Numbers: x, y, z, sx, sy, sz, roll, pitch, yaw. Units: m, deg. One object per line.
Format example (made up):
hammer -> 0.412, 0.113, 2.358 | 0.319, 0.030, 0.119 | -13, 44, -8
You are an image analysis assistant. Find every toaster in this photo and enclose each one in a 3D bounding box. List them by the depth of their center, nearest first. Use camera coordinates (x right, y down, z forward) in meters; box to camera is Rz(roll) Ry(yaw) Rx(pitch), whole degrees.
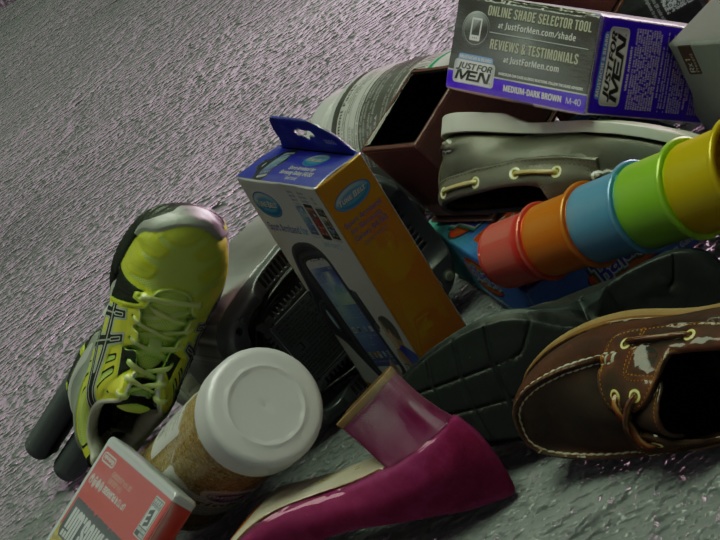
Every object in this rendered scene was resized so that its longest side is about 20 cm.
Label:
toaster -> -0.042, 0.027, 1.361 | 0.200, 0.114, 0.129 | -48, 19, -19

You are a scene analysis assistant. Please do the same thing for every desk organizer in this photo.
desk organizer -> 0.091, -0.134, 1.362 | 0.072, 0.077, 0.200 | 1, 55, 58

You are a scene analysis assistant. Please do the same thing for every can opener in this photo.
can opener -> -0.175, 0.066, 1.440 | 0.200, 0.053, 0.067 | -56, -5, 20

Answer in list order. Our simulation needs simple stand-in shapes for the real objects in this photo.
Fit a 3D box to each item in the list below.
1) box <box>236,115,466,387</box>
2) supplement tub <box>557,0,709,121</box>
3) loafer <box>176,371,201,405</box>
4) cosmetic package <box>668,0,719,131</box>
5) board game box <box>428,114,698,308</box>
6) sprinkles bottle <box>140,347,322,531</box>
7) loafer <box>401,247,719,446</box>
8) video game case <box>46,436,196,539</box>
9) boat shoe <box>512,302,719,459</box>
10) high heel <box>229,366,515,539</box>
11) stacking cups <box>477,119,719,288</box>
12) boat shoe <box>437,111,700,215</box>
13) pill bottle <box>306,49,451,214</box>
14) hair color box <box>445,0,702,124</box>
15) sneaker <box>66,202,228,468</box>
box -> 0.000, 0.000, 1.220 | 0.041, 0.200, 0.119 | -40, 20, -17
supplement tub -> 0.212, -0.188, 1.467 | 0.199, 0.107, 0.107 | -29, 20, 12
loafer -> -0.076, 0.030, 1.484 | 0.200, 0.070, 0.070 | -48, 9, -35
cosmetic package -> 0.287, -0.153, 1.260 | 0.090, 0.107, 0.200 | 0, 40, 48
board game box -> 0.140, -0.037, 1.316 | 0.152, 0.045, 0.200 | -36, 19, -6
sprinkles bottle -> -0.080, 0.102, 1.210 | 0.068, 0.068, 0.200 | -43, -1, -25
loafer -> 0.117, 0.047, 1.143 | 0.199, 0.073, 0.072 | -20, -4, 17
video game case -> -0.174, 0.199, 1.201 | 0.200, 0.017, 0.143 | -59, 23, -4
boat shoe -> 0.158, 0.056, 1.032 | 0.199, 0.071, 0.070 | -21, 19, 32
high heel -> -0.007, 0.147, 1.144 | 0.200, 0.096, 0.067 | -48, 0, 20
stacking cups -> 0.144, -0.026, 1.143 | 0.200, 0.061, 0.061 | -25, 19, 50
boat shoe -> 0.129, -0.057, 1.228 | 0.201, 0.072, 0.061 | 6, 84, 41
pill bottle -> 0.044, -0.097, 1.497 | 0.113, 0.113, 0.200 | -42, 16, -21
hair color box -> 0.158, -0.128, 1.283 | 0.109, 0.065, 0.200 | 16, 9, 40
sneaker -> -0.126, 0.044, 1.278 | 0.077, 0.075, 0.200 | -104, 29, -47
